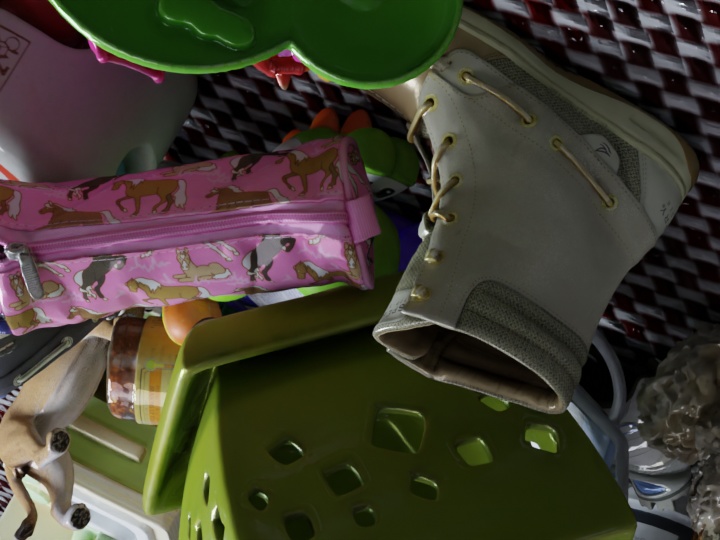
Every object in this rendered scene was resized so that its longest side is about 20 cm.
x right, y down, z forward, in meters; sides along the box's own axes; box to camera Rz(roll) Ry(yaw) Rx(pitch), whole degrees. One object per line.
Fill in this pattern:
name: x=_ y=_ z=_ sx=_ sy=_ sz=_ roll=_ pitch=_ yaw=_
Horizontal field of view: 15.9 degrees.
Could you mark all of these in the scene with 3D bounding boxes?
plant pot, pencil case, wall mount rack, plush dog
plant pot: x=-0.002 y=0.118 z=1.307 sx=0.199 sy=0.200 sz=0.182 roll=110 pitch=141 yaw=-58
pencil case: x=-0.088 y=-0.018 z=1.270 sx=0.200 sy=0.087 sz=0.083 roll=-7 pitch=132 yaw=5
wall mount rack: x=0.103 y=0.130 z=1.403 sx=0.174 sy=0.075 sz=0.200 roll=48 pitch=146 yaw=33
plush dog: x=0.216 y=0.111 z=1.280 sx=0.160 sy=0.172 sz=0.200 roll=31 pitch=157 yaw=-5

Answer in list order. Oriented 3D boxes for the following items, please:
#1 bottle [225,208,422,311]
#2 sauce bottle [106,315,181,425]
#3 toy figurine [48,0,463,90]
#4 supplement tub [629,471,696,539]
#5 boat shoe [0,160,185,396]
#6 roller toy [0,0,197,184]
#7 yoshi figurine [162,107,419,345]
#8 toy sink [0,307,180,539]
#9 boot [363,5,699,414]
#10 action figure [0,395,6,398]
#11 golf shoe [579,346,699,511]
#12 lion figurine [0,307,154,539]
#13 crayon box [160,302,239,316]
bottle: x=0.000 y=0.000 z=1.447 sx=0.200 sy=0.065 sz=0.084 roll=7 pitch=156 yaw=42
sauce bottle: x=-0.044 y=0.063 z=1.482 sx=0.200 sy=0.066 sz=0.066 roll=4 pitch=154 yaw=6
toy figurine: x=-0.062 y=-0.135 z=1.170 sx=0.200 sy=0.150 sz=0.184 roll=26 pitch=170 yaw=-5
supplement tub: x=0.170 y=0.210 z=1.517 sx=0.140 sy=0.200 sz=0.140 roll=25 pitch=158 yaw=11
boat shoe: x=-0.162 y=0.002 z=1.472 sx=0.073 sy=0.200 sz=0.063 roll=19 pitch=131 yaw=31
roller toy: x=-0.194 y=-0.094 z=1.380 sx=0.182 sy=0.140 sz=0.200 roll=7 pitch=149 yaw=42
yoshi figurine: x=-0.050 y=-0.008 z=1.372 sx=0.200 sy=0.112 sz=0.112 roll=-25 pitch=97 yaw=39
toy sink: x=-0.160 y=0.123 z=1.726 sx=0.130 sy=0.200 sz=0.112 roll=26 pitch=162 yaw=11
boot: x=0.039 y=-0.035 z=1.201 sx=0.200 sy=0.155 sz=0.072 roll=28 pitch=157 yaw=6
action figure: x=-0.255 y=-0.009 z=1.604 sx=0.193 sy=0.105 sz=0.200 roll=33 pitch=122 yaw=34
golf shoe: x=0.108 y=0.069 z=1.487 sx=0.200 sy=0.078 sz=0.097 roll=6 pitch=133 yaw=33
lion figurine: x=-0.188 y=0.075 z=1.645 sx=0.072 sy=0.200 sz=0.122 roll=43 pitch=164 yaw=-34
crayon box: x=-0.026 y=0.079 z=1.597 sx=0.200 sy=0.058 sz=0.119 roll=35 pitch=-172 yaw=-14
